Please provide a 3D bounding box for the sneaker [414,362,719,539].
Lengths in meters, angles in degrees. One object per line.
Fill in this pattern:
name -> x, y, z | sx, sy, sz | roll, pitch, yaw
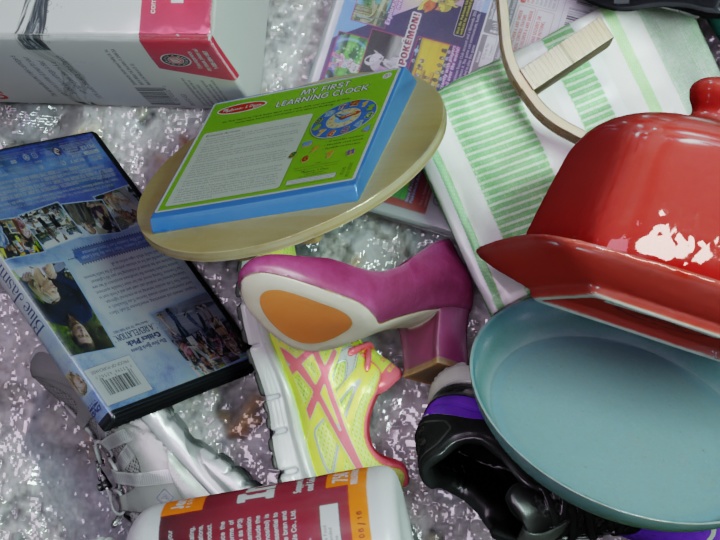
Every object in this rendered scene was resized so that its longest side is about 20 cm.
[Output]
sneaker -> 0.121, 0.134, 1.037 | 0.198, 0.100, 0.070 | 20, 124, 7

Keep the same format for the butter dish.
butter dish -> 0.189, -0.036, 0.996 | 0.198, 0.199, 0.149 | 18, 86, -9

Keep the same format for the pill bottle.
pill bottle -> -0.068, 0.184, 1.025 | 0.198, 0.113, 0.114 | -10, 78, 4

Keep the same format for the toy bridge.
toy bridge -> 0.124, -0.131, 1.091 | 0.067, 0.027, 0.201 | -33, 83, -4

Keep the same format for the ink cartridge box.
ink cartridge box -> -0.171, -0.164, 1.132 | 0.198, 0.145, 0.085 | 2, 78, 10

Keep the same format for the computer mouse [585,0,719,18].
computer mouse -> 0.212, -0.161, 1.067 | 0.199, 0.046, 0.142 | 6, 100, 42

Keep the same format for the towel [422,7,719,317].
towel -> 0.141, -0.077, 1.106 | 0.199, 0.023, 0.154 | -26, 82, -2

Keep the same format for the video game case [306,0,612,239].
video game case -> 0.059, -0.125, 1.150 | 0.181, 0.023, 0.202 | 16, 84, 12

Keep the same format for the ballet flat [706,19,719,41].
ballet flat -> 0.259, -0.144, 1.098 | 0.067, 0.068, 0.202 | -23, 78, 1

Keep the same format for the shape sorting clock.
shape sorting clock -> -0.041, -0.064, 1.068 | 0.198, 0.039, 0.201 | -18, 33, 12

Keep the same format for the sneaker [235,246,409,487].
sneaker -> -0.021, 0.058, 1.105 | 0.089, 0.078, 0.202 | -15, 89, 6

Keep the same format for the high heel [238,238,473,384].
high heel -> 0.000, 0.000, 1.054 | 0.067, 0.199, 0.097 | -26, 57, 39

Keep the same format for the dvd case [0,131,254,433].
dvd case -> -0.165, 0.001, 1.111 | 0.201, 0.142, 0.018 | 52, 125, 14

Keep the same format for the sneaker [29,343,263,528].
sneaker -> -0.141, 0.121, 1.109 | 0.200, 0.075, 0.082 | 40, 87, 14

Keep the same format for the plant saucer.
plant saucer -> 0.156, 0.085, 1.032 | 0.199, 0.200, 0.028 | 26, 126, 13
